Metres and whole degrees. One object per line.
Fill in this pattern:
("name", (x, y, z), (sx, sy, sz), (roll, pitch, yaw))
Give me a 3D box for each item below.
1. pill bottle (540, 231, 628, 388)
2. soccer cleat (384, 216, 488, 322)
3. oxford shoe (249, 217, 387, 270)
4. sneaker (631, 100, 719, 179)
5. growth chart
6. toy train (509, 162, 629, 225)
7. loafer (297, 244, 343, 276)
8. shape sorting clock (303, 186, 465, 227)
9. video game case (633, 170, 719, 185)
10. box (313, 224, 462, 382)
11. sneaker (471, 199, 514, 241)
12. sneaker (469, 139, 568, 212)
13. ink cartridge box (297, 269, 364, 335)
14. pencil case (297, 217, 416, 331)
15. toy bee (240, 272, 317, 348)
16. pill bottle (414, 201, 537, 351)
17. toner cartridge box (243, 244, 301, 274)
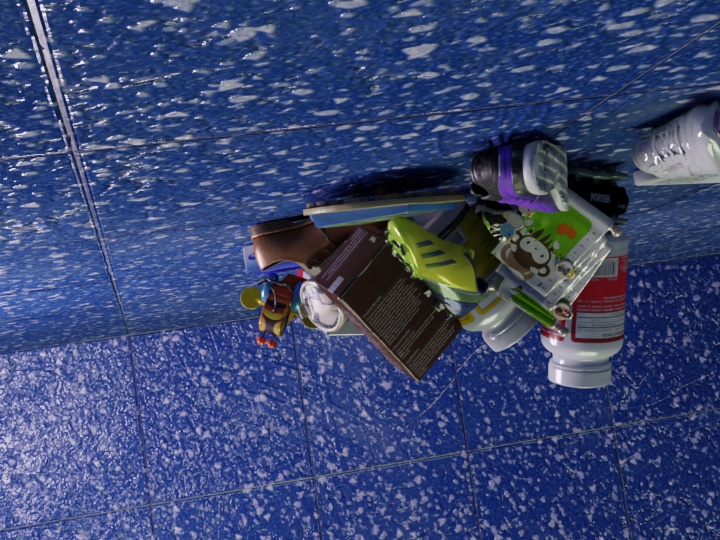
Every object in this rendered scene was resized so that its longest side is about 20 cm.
("pill bottle", (0.297, 0.048, 1.514), (0.110, 0.203, 0.112), (1, -171, 0))
("soccer cleat", (0.096, -0.015, 1.403), (0.083, 0.065, 0.200), (-39, 135, 1))
("oxford shoe", (-0.050, -0.041, 1.534), (0.197, 0.072, 0.071), (-12, 173, 16))
("sneaker", (0.344, -0.127, 1.213), (0.098, 0.076, 0.200), (-10, 174, 9))
("growth chart", (0.234, -0.020, 1.415), (0.143, 0.201, 0.018), (27, -141, 5))
("toy train", (0.272, -0.092, 1.475), (0.113, 0.087, 0.199), (-1, -179, 38))
("loafer", (-0.026, -0.005, 1.651), (0.199, 0.076, 0.069), (36, 170, -20))
("shape sorting clock", (0.028, -0.082, 1.376), (0.197, 0.040, 0.200), (-9, 180, 0))
("video game case", (0.507, -0.147, 1.557), (0.198, 0.024, 0.181), (-5, 174, -36))
("box", (0.038, 0.045, 1.481), (0.075, 0.100, 0.200), (31, 166, 49))
("sneaker", (0.199, -0.059, 1.664), (0.071, 0.084, 0.200), (-8, 175, -10))
("sneaker", (0.173, -0.106, 1.264), (0.098, 0.071, 0.200), (-3, 173, 22))
("ink cartridge box", (-0.014, 0.047, 1.879), (0.143, 0.085, 0.200), (0, -170, -17))
("pencil case", (0.000, 0.000, 1.562), (0.200, 0.078, 0.089), (-42, -167, -33))
("toy bee", (-0.134, 0.060, 1.756), (0.130, 0.110, 0.199), (19, -175, 28))
("pill bottle", (0.150, 0.006, 1.530), (0.112, 0.201, 0.113), (-38, -171, 8))
("toner cartridge box", (-0.071, -0.032, 1.738), (0.197, 0.044, 0.095), (-11, 174, 19))
